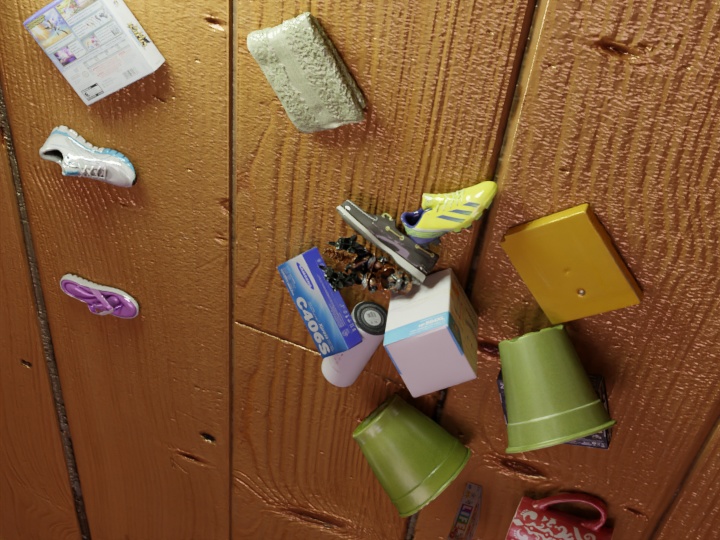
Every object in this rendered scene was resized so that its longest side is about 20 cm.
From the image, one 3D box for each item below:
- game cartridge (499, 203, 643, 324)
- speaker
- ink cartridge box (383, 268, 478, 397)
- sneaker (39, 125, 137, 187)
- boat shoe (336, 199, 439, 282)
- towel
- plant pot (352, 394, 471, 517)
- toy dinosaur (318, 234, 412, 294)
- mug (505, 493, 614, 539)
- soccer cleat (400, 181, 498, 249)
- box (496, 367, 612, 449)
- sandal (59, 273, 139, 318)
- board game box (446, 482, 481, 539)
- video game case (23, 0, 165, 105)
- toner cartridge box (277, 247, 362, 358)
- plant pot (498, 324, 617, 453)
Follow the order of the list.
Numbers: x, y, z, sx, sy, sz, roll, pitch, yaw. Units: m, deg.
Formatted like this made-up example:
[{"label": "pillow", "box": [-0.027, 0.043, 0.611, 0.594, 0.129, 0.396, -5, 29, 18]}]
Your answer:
[{"label": "game cartridge", "box": [0.351, -0.007, 1.678, 0.176, 0.032, 0.201, -18, 117, 39]}, {"label": "speaker", "box": [-0.011, 0.149, 1.985, 0.081, 0.081, 0.200, 30, 137, 1]}, {"label": "ink cartridge box", "box": [0.130, 0.101, 1.791, 0.124, 0.201, 0.129, -20, 120, 20]}, {"label": "sneaker", "box": [-0.533, -0.202, 1.947, 0.199, 0.087, 0.075, 24, 136, 6]}, {"label": "boat shoe", "box": [0.048, -0.064, 1.773, 0.201, 0.061, 0.072, 39, 177, -3]}, {"label": "towel", "box": [-0.087, -0.315, 1.629, 0.148, 0.037, 0.201, -10, 124, 35]}, {"label": "plant pot", "box": [0.092, 0.367, 2.068, 0.193, 0.200, 0.200, 48, 136, -1]}, {"label": "toy dinosaur", "box": [0.000, 0.000, 1.821, 0.199, 0.103, 0.135, -4, 167, 40]}, {"label": "mug", "box": [0.423, 0.545, 2.107, 0.199, 0.179, 0.133, 21, 173, 16]}, {"label": "soccer cleat", "box": [0.145, -0.104, 1.676, 0.084, 0.065, 0.200, 48, 135, -12]}, {"label": "box", "box": [0.368, 0.260, 1.901, 0.199, 0.049, 0.162, 3, 132, 27]}, {"label": "sandal", "box": [-0.594, 0.071, 2.261, 0.201, 0.050, 0.083, 18, 136, 13]}, {"label": "board game box", "box": [0.217, 0.582, 2.172, 0.034, 0.201, 0.135, 14, 136, 16]}, {"label": "video game case", "box": [-0.466, -0.401, 1.753, 0.199, 0.046, 0.182, -15, 122, 38]}, {"label": "toner cartridge box", "box": [-0.078, 0.063, 1.910, 0.095, 0.043, 0.201, -24, 93, 51]}, {"label": "plant pot", "box": [0.324, 0.201, 1.757, 0.199, 0.199, 0.191, -22, 80, 41]}]
